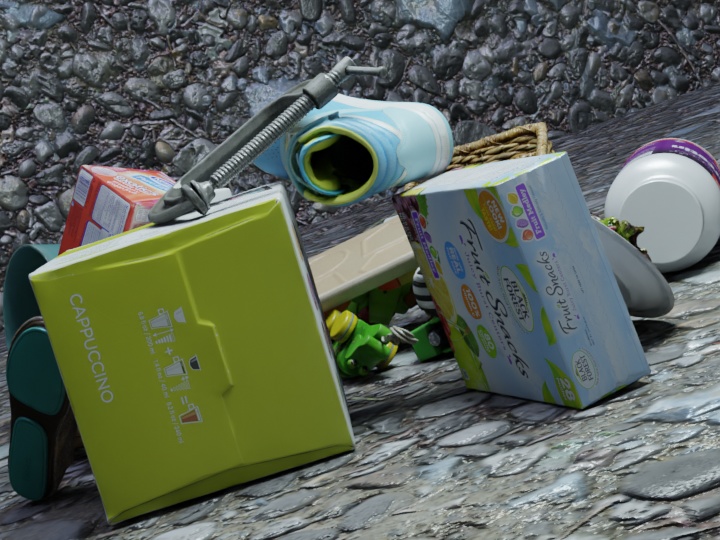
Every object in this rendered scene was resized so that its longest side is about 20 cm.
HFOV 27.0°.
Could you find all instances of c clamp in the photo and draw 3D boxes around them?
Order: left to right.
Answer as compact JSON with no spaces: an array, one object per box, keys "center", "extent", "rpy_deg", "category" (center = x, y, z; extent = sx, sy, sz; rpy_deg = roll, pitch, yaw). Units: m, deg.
[{"center":[-0.083,-0.100,1.154],"extent":[0.200,0.027,0.171],"rpy_deg":[-41,17,-6],"category":"c clamp"}]

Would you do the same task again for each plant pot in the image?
[{"center":[-0.291,0.061,1.696],"extent":[0.160,0.202,0.200],"rpy_deg":[-8,0,-33],"category":"plant pot"}]

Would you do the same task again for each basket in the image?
[{"center":[0.149,-0.086,1.890],"extent":[0.199,0.150,0.143],"rpy_deg":[-14,7,25],"category":"basket"}]

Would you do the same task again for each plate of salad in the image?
[{"center":[0.167,-0.025,1.215],"extent":[0.048,0.200,0.200],"rpy_deg":[-58,19,-14],"category":"plate of salad"}]

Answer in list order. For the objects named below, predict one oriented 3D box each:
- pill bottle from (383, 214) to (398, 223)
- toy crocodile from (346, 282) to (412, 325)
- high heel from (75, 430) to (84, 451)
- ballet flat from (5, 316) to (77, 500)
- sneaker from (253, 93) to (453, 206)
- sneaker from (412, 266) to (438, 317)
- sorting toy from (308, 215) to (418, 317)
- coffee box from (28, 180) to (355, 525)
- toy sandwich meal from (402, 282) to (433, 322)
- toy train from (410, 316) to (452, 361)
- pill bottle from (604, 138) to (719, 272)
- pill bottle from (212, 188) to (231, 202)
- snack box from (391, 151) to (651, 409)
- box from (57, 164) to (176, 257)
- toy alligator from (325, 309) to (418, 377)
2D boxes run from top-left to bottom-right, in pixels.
[{"center":[0.133,-0.047,1.764],"extent":[0.199,0.114,0.113],"rpy_deg":[-15,7,16],"category":"pill bottle"},{"center":[0.005,0.037,1.625],"extent":[0.067,0.062,0.200],"rpy_deg":[13,-11,-16],"category":"toy crocodile"},{"center":[-0.275,0.168,1.432],"extent":[0.143,0.071,0.200],"rpy_deg":[-45,24,4],"category":"high heel"},{"center":[-0.263,0.105,1.270],"extent":[0.068,0.201,0.067],"rpy_deg":[27,37,11],"category":"ballet flat"},{"center":[-0.040,-0.097,1.203],"extent":[0.199,0.080,0.130],"rpy_deg":[0,14,37],"category":"sneaker"},{"center":[0.146,-0.010,1.369],"extent":[0.198,0.076,0.116],"rpy_deg":[-1,20,1],"category":"sneaker"},{"center":[0.000,0.000,1.511],"extent":[0.184,0.037,0.200],"rpy_deg":[-25,13,8],"category":"sorting toy"},{"center":[-0.127,0.057,1.195],"extent":[0.199,0.201,0.198],"rpy_deg":[-17,7,0],"category":"coffee box"},{"center":[0.137,-0.007,1.546],"extent":[0.204,0.071,0.205],"rpy_deg":[-29,-13,-7],"category":"toy sandwich meal"},{"center":[0.118,0.038,1.426],"extent":[0.056,0.042,0.200],"rpy_deg":[-26,-1,43],"category":"toy train"},{"center":[0.296,-0.063,1.452],"extent":[0.112,0.113,0.200],"rpy_deg":[-16,7,17],"category":"pill bottle"},{"center":[-0.150,0.029,1.456],"extent":[0.113,0.201,0.114],"rpy_deg":[-13,1,0],"category":"pill bottle"},{"center":[0.112,0.006,1.108],"extent":[0.067,0.170,0.200],"rpy_deg":[-25,8,-19],"category":"snack box"},{"center":[-0.215,0.016,1.363],"extent":[0.095,0.201,0.100],"rpy_deg":[2,22,-43],"category":"box"},{"center":[0.000,0.075,1.384],"extent":[0.054,0.059,0.200],"rpy_deg":[-60,15,-8],"category":"toy alligator"}]
